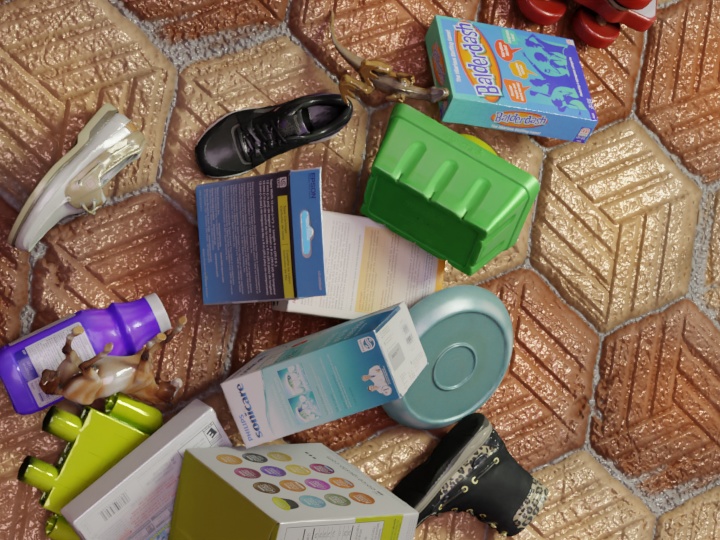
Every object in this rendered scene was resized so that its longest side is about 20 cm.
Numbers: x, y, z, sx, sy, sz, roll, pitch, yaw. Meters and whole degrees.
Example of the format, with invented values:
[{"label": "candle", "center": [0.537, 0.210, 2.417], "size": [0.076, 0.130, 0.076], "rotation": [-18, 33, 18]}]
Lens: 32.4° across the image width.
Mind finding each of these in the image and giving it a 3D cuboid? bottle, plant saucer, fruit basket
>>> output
[{"label": "bottle", "center": [-0.316, 0.089, 1.423], "size": [0.199, 0.065, 0.084], "rotation": [-27, 105, -17]}, {"label": "plant saucer", "center": [0.111, 0.115, 1.534], "size": [0.198, 0.027, 0.202], "rotation": [-14, 122, -24]}, {"label": "fruit basket", "center": [0.118, -0.115, 1.506], "size": [0.213, 0.156, 0.217], "rotation": [6, 54, -8]}]

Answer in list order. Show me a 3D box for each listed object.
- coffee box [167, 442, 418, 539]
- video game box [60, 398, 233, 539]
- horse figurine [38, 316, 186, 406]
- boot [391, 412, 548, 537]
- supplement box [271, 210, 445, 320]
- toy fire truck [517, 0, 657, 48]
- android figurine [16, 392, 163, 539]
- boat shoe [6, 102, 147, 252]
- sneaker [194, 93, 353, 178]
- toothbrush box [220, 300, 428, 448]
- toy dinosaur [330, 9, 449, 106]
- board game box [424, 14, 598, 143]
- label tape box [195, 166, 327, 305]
[{"label": "coffee box", "center": [-0.086, 0.323, 1.375], "size": [0.196, 0.199, 0.202], "rotation": [5, 103, -39]}, {"label": "video game box", "center": [-0.215, 0.278, 1.420], "size": [0.200, 0.047, 0.183], "rotation": [-39, 121, -22]}, {"label": "horse figurine", "center": [-0.275, 0.109, 1.368], "size": [0.199, 0.133, 0.050], "rotation": [-7, 55, -40]}, {"label": "boot", "center": [0.130, 0.299, 1.560], "size": [0.204, 0.073, 0.154], "rotation": [-47, 111, -4]}, {"label": "supplement box", "center": [0.000, 0.000, 1.524], "size": [0.198, 0.073, 0.127], "rotation": [9, 87, -19]}, {"label": "toy fire truck", "center": [0.301, -0.399, 1.620], "size": [0.198, 0.112, 0.169], "rotation": [20, 58, -14]}, {"label": "android figurine", "center": [-0.287, 0.237, 1.433], "size": [0.199, 0.041, 0.183], "rotation": [28, 80, -26]}, {"label": "boat shoe", "center": [-0.323, -0.097, 1.422], "size": [0.068, 0.075, 0.201], "rotation": [37, 77, -8]}, {"label": "sneaker", "center": [-0.103, -0.172, 1.488], "size": [0.199, 0.087, 0.076], "rotation": [-24, 96, -17]}, {"label": "toothbrush box", "center": [-0.039, 0.119, 1.428], "size": [0.199, 0.146, 0.086], "rotation": [-21, 95, 19]}, {"label": "toy dinosaur", "center": [0.010, -0.239, 1.499], "size": [0.199, 0.106, 0.061], "rotation": [33, 118, 16]}, {"label": "board game box", "center": [0.188, -0.242, 1.567], "size": [0.198, 0.045, 0.153], "rotation": [6, 51, -18]}, {"label": "label tape box", "center": [-0.099, -0.037, 1.428], "size": [0.066, 0.199, 0.145], "rotation": [-3, 88, -51]}]
